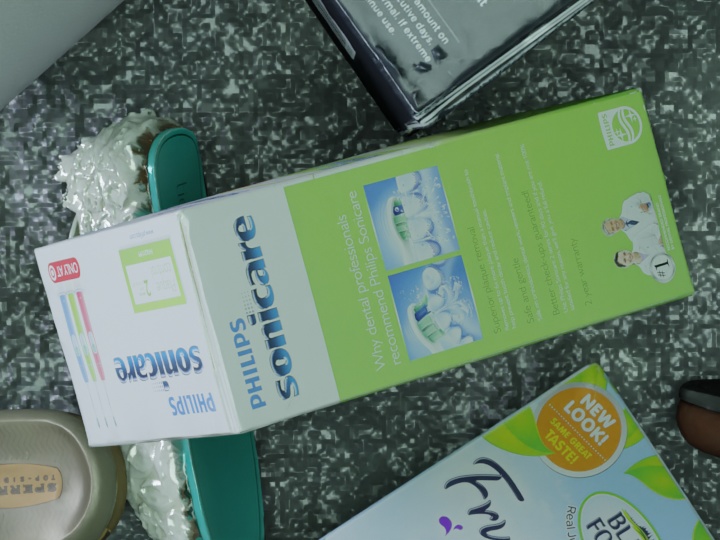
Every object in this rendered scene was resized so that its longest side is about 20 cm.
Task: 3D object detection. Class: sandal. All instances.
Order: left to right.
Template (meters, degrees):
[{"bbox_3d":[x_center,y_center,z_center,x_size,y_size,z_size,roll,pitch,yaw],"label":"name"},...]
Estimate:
[{"bbox_3d":[-0.192,0.094,1.141,0.200,0.054,0.080,-8,88,18],"label":"sandal"}]

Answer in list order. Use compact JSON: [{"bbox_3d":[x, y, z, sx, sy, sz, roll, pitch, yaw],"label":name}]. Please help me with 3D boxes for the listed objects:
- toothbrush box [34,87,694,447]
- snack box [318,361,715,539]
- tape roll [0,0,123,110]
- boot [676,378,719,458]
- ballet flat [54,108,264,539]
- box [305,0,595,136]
[{"bbox_3d":[0.000,0.000,1.079,0.200,0.146,0.086,-17,93,-26],"label":"toothbrush box"},{"bbox_3d":[0.049,0.150,1.132,0.200,0.053,0.142,-33,78,1],"label":"snack box"},{"bbox_3d":[-0.169,-0.165,1.075,0.139,0.203,0.203,-41,93,0],"label":"tape roll"},{"bbox_3d":[0.182,0.160,1.179,0.188,0.068,0.200,24,99,-10],"label":"boot"},{"bbox_3d":[-0.084,0.036,1.161,0.072,0.072,0.200,-8,90,-1],"label":"ballet flat"},{"bbox_3d":[0.064,-0.156,1.082,0.197,0.200,0.124,-35,92,0],"label":"box"}]
